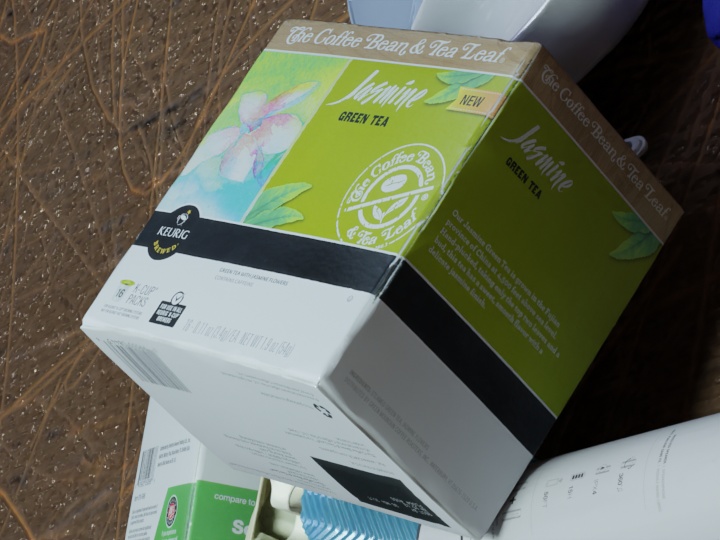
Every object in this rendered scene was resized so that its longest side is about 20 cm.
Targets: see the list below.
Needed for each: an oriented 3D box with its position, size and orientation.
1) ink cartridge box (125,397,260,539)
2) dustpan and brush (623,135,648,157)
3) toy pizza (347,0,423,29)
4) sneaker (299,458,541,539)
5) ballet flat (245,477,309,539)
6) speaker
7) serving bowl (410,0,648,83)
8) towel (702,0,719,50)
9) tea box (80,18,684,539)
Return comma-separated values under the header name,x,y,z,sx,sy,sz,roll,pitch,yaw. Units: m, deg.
name,x,y,z,sx,sy,sz,roll,pitch,yaw
ink cartridge box,-0.071,0.081,1.746,0.147,0.083,0.201,158,122,-71
dustpan and brush,0.069,-0.004,1.516,0.199,0.057,0.140,-28,38,15
toy pizza,0.054,-0.209,1.737,0.200,0.032,0.201,-37,45,49
sneaker,0.065,0.129,1.515,0.199,0.081,0.077,12,85,42
ballet flat,-0.035,0.135,1.601,0.069,0.069,0.201,31,116,61
speaker,0.122,0.117,1.359,0.199,0.081,0.082,-19,59,41
serving bowl,0.107,-0.154,1.551,0.200,0.066,0.200,-49,18,22
towel,0.211,-0.220,1.448,0.148,0.049,0.201,134,140,-54
tea box,0.009,-0.002,1.423,0.199,0.134,0.197,10,61,51
